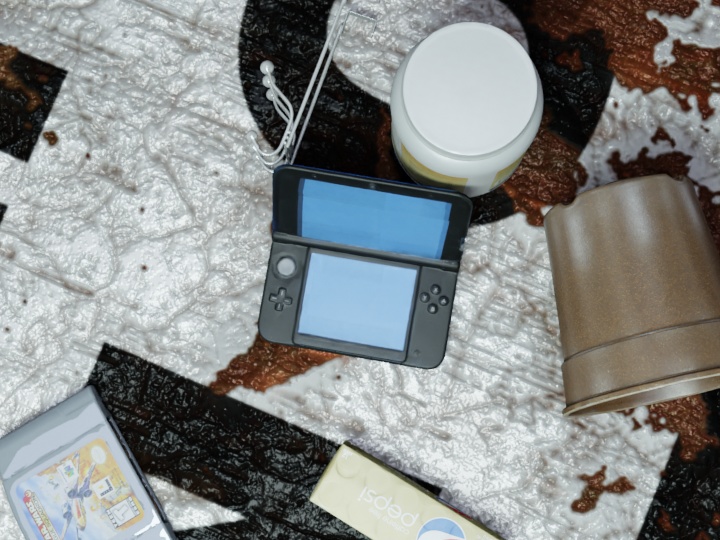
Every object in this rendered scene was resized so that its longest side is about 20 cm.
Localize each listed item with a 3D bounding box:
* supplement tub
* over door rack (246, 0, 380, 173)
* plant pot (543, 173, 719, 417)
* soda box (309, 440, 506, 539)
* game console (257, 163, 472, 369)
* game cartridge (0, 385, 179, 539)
[{"bbox_3d":[0.101,-0.154,1.141,0.144,0.200,0.145,0,85,2],"label":"supplement tub"},{"bbox_3d":[-0.055,-0.199,1.178,0.066,0.148,0.201,32,87,-1],"label":"over door rack"},{"bbox_3d":[0.270,0.024,1.134,0.199,0.200,0.199,-13,77,1],"label":"plant pot"},{"bbox_3d":[0.050,0.251,1.176,0.199,0.064,0.068,31,87,4],"label":"soda box"},{"bbox_3d":[0.000,0.000,1.172,0.199,0.118,0.172,9,85,3],"label":"game console"},{"bbox_3d":[-0.285,0.237,1.203,0.133,0.042,0.201,-30,85,-5],"label":"game cartridge"}]
